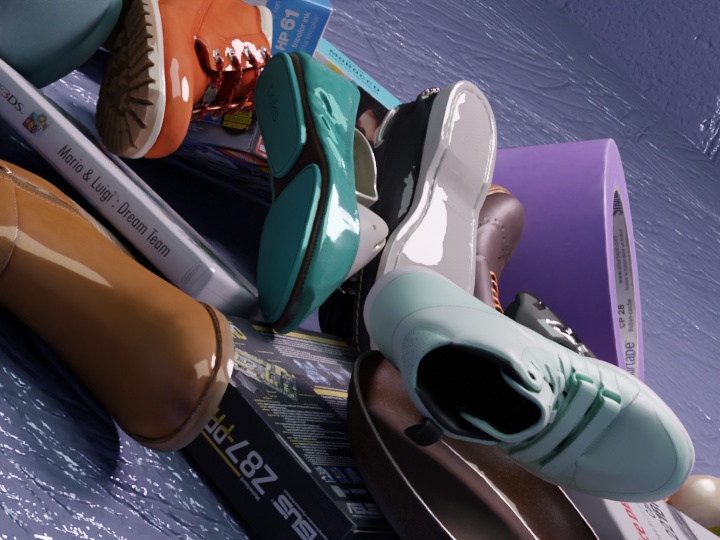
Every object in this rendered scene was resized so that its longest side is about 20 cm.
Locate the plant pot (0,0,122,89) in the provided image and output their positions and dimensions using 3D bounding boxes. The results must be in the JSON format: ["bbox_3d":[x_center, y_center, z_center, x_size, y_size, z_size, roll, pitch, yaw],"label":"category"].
[{"bbox_3d":[-0.210,-0.182,1.331,0.200,0.200,0.134,55,-6,44],"label":"plant pot"}]

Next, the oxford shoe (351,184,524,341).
[{"bbox_3d":[0.061,0.025,1.415,0.072,0.200,0.071,7,-44,31],"label":"oxford shoe"}]

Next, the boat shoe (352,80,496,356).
[{"bbox_3d":[0.026,-0.021,1.372,0.074,0.060,0.200,39,52,-39],"label":"boat shoe"}]

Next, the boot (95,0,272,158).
[{"bbox_3d":[-0.094,-0.117,1.370,0.107,0.075,0.200,22,29,-15],"label":"boot"}]

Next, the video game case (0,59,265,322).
[{"bbox_3d":[-0.124,-0.036,1.304,0.182,0.024,0.200,43,0,14],"label":"video game case"}]

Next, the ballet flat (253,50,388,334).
[{"bbox_3d":[-0.018,-0.041,1.318,0.070,0.067,0.200,20,43,-24],"label":"ballet flat"}]

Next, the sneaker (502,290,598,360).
[{"bbox_3d":[0.100,0.080,1.372,0.075,0.079,0.200,47,-8,25],"label":"sneaker"}]

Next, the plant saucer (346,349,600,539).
[{"bbox_3d":[0.060,0.124,1.209,0.200,0.032,0.200,42,15,-15],"label":"plant saucer"}]

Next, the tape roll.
[{"bbox_3d":[0.134,0.016,1.575,0.200,0.085,0.201,-6,90,-79],"label":"tape roll"}]

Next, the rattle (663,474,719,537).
[{"bbox_3d":[0.200,0.190,1.461,0.200,0.130,0.143,31,60,-66],"label":"rattle"}]

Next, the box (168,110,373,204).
[{"bbox_3d":[-0.053,-0.073,1.541,0.137,0.040,0.200,13,-7,39],"label":"box"}]

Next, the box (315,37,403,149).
[{"bbox_3d":[-0.037,-0.124,1.780,0.200,0.082,0.049,39,15,-7],"label":"box"}]

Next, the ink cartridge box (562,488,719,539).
[{"bbox_3d":[0.182,0.205,1.357,0.200,0.084,0.144,32,16,-27],"label":"ink cartridge box"}]

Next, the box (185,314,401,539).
[{"bbox_3d":[-0.017,0.094,1.243,0.161,0.049,0.200,50,16,23],"label":"box"}]

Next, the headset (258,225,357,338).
[{"bbox_3d":[0.000,0.000,1.477,0.124,0.094,0.200,48,7,28],"label":"headset"}]

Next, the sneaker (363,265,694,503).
[{"bbox_3d":[0.093,0.080,1.206,0.200,0.074,0.118,30,13,-17],"label":"sneaker"}]

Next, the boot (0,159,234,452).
[{"bbox_3d":[-0.153,0.004,1.113,0.155,0.074,0.200,33,3,-36],"label":"boot"}]

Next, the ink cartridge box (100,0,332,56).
[{"bbox_3d":[-0.134,-0.198,1.635,0.200,0.085,0.145,16,21,-18],"label":"ink cartridge box"}]
